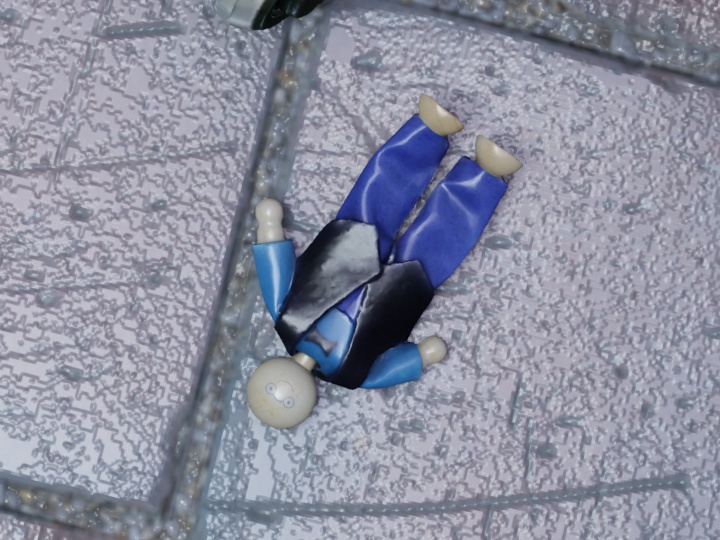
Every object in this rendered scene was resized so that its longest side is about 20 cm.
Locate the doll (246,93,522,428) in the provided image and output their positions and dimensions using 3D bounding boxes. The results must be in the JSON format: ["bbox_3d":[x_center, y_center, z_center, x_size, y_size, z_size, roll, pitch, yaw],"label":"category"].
[{"bbox_3d":[0.000,0.000,1.529,0.136,0.048,0.201,34,89,-8],"label":"doll"}]

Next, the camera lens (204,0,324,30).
[{"bbox_3d":[-0.070,-0.244,1.497,0.200,0.160,0.160,45,83,3],"label":"camera lens"}]
